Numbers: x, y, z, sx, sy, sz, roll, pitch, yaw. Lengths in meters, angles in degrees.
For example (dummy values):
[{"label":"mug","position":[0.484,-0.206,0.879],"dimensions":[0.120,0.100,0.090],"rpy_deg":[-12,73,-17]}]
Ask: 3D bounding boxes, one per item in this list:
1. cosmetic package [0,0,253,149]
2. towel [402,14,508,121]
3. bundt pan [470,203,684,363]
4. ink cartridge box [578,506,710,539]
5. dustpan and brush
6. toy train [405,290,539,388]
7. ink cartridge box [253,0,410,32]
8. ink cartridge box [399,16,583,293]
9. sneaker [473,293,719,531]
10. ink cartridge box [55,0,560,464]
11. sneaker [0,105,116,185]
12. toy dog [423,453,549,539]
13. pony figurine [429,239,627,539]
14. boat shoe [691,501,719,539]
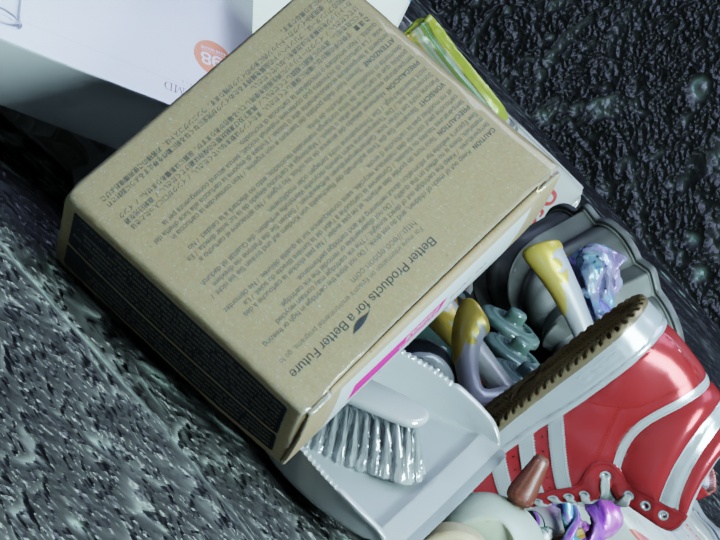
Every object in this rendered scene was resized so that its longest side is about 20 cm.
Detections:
[{"label":"cosmetic package","position":[-0.153,-0.147,1.525],"dimensions":[0.199,0.052,0.151],"rpy_deg":[20,48,-24]},{"label":"towel","position":[0.014,-0.072,1.738],"dimensions":[0.086,0.018,0.200],"rpy_deg":[48,51,-6]},{"label":"bundt pan","position":[0.138,0.059,1.942],"dimensions":[0.202,0.075,0.203],"rpy_deg":[43,-38,46]},{"label":"ink cartridge box","position":[0.183,0.194,1.834],"dimensions":[0.117,0.067,0.200],"rpy_deg":[50,12,22]},{"label":"dustpan and brush","position":[-0.029,0.055,1.483],"dimensions":[0.199,0.057,0.140],"rpy_deg":[27,31,17]},{"label":"toy train","position":[0.054,0.059,1.824],"dimensions":[0.114,0.085,0.200],"rpy_deg":[32,14,-10]},{"label":"ink cartridge box","position":[-0.065,-0.153,1.820],"dimensions":[0.125,0.201,0.129],"rpy_deg":[24,6,-24]},{"label":"ink cartridge box","position":[0.042,-0.078,2.099],"dimensions":[0.200,0.147,0.083],"rpy_deg":[41,5,-27]},{"label":"sneaker","position":[0.118,0.109,1.560],"dimensions":[0.113,0.200,0.071],"rpy_deg":[46,34,-7]},{"label":"ink cartridge box","position":[-0.027,-0.029,1.439],"dimensions":[0.165,0.200,0.075],"rpy_deg":[43,-28,9]},{"label":"sneaker","position":[-0.147,-0.084,1.600],"dimensions":[0.200,0.078,0.099],"rpy_deg":[58,6,15]},{"label":"toy dog","position":[0.107,0.173,1.515],"dimensions":[0.200,0.096,0.132],"rpy_deg":[40,12,-31]},{"label":"pony figurine","position":[0.135,0.084,1.672],"dimensions":[0.167,0.192,0.201],"rpy_deg":[132,-57,-64]},{"label":"boat shoe","position":[0.210,0.188,2.012],"dimensions":[0.070,0.071,0.200],"rpy_deg":[10,30,-24]}]
